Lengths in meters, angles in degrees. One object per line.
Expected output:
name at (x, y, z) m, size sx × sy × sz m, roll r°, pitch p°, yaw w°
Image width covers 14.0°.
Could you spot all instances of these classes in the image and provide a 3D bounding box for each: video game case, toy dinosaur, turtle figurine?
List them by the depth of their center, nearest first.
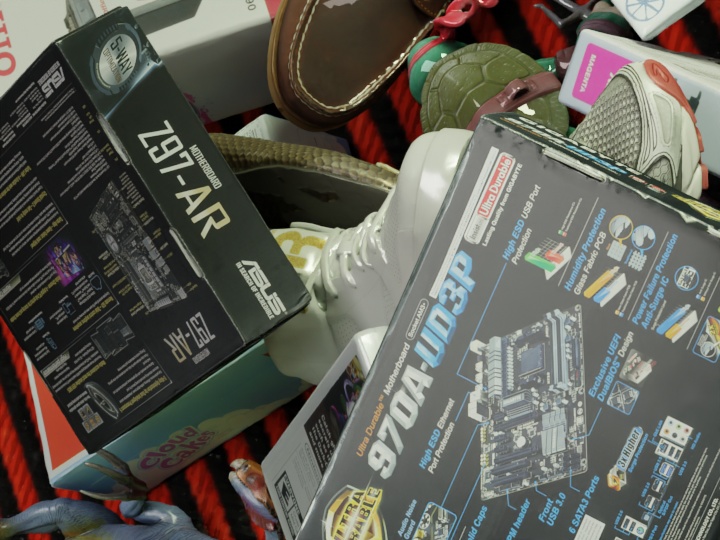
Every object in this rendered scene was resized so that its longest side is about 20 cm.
video game case at (0.016, 0.148, 1.319) m, size 0.182 × 0.023 × 0.201 m, roll 125°, pitch 128°, yaw -63°
turtle figurine at (0.078, -0.054, 1.355) m, size 0.150 × 0.100 × 0.200 m, roll -53°, pitch 55°, yaw 19°
toy dinosaur at (-0.114, 0.134, 1.495) m, size 0.180 × 0.200 × 0.106 m, roll -5°, pitch 94°, yaw 3°

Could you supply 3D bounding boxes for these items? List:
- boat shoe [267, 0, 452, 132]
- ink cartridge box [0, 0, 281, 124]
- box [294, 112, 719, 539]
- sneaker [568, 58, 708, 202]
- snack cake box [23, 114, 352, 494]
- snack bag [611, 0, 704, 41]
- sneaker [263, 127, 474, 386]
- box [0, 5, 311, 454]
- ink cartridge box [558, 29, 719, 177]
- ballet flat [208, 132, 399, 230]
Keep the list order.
boat shoe at (0.022, -0.158, 1.402) m, size 0.201 × 0.070 × 0.070 m, roll -61°, pitch 15°, yaw -14°
ink cartridge box at (-0.108, -0.150, 1.491) m, size 0.199 × 0.086 × 0.148 m, roll -17°, pitch 64°, yaw -2°
box at (0.081, 0.061, 1.141) m, size 0.158 × 0.046 × 0.201 m, roll 26°, pitch 101°, yaw 17°
sneaker at (0.074, 0.001, 1.197) m, size 0.200 × 0.082 × 0.078 m, roll -61°, pitch 32°, yaw 24°
snack cake box at (-0.083, 0.022, 1.500) m, size 0.200 × 0.067 × 0.115 m, roll -33°, pitch 60°, yaw 32°
snack bag at (0.162, -0.216, 1.309) m, size 0.199 × 0.021 × 0.189 m, roll -32°, pitch 56°, yaw 0°
sneaker at (0.000, 0.000, 1.313) m, size 0.115 × 0.200 × 0.074 m, roll 19°, pitch 54°, yaw 15°
box at (-0.119, -0.014, 1.367) m, size 0.161 × 0.043 × 0.200 m, roll 57°, pitch 148°, yaw 2°
ink cartridge box at (0.192, -0.047, 1.226) m, size 0.200 × 0.119 × 0.042 m, roll 27°, pitch 104°, yaw 43°
ballet flat at (-0.040, -0.043, 1.401) m, size 0.199 × 0.068 × 0.046 m, roll 7°, pitch 49°, yaw 38°
